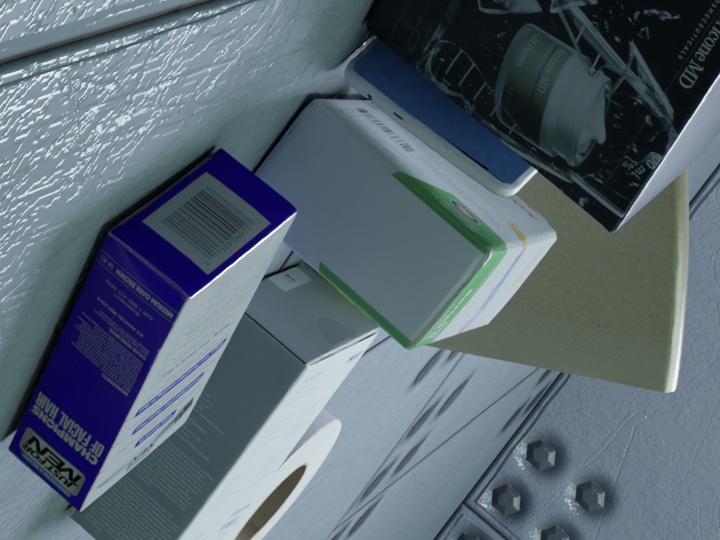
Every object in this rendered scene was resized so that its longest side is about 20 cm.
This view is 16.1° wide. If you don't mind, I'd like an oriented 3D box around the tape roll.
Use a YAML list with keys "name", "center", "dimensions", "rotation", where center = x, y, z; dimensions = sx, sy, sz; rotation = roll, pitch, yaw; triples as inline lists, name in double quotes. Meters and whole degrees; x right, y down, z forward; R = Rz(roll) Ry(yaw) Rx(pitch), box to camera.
- name: "tape roll"
  center: [-0.094, 0.196, 2.211]
  dimensions: [0.203, 0.037, 0.203]
  rotation: [-48, 171, -11]

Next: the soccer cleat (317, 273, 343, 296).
- name: "soccer cleat"
  center: [0.001, 0.001, 1.838]
  dimensions: [0.084, 0.065, 0.200]
  rotation: [-47, 170, -15]

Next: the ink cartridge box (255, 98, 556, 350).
- name: "ink cartridge box"
  center: [0.028, -0.033, 1.603]
  dimensions: [0.088, 0.145, 0.200]
  rotation: [-52, 170, 14]

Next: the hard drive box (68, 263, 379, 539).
- name: "hard drive box"
  center: [-0.092, 0.104, 1.772]
  dimensions: [0.200, 0.077, 0.156]
  rotation: [-53, 170, 17]

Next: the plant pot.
- name: "plant pot"
  center: [0.151, -0.052, 1.866]
  dimensions: [0.200, 0.200, 0.177]
  rotation: [-78, 179, -61]

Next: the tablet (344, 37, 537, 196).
- name: "tablet"
  center: [0.096, -0.137, 1.566]
  dimensions: [0.200, 0.130, 0.014]
  rotation: [-44, 165, -33]

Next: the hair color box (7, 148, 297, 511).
- name: "hair color box"
  center: [-0.120, 0.035, 1.446]
  dimensions: [0.109, 0.065, 0.200]
  rotation: [-41, 164, -46]

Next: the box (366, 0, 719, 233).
- name: "box"
  center: [0.139, -0.168, 1.456]
  dimensions: [0.124, 0.197, 0.200]
  rotation: [-41, 166, -43]
